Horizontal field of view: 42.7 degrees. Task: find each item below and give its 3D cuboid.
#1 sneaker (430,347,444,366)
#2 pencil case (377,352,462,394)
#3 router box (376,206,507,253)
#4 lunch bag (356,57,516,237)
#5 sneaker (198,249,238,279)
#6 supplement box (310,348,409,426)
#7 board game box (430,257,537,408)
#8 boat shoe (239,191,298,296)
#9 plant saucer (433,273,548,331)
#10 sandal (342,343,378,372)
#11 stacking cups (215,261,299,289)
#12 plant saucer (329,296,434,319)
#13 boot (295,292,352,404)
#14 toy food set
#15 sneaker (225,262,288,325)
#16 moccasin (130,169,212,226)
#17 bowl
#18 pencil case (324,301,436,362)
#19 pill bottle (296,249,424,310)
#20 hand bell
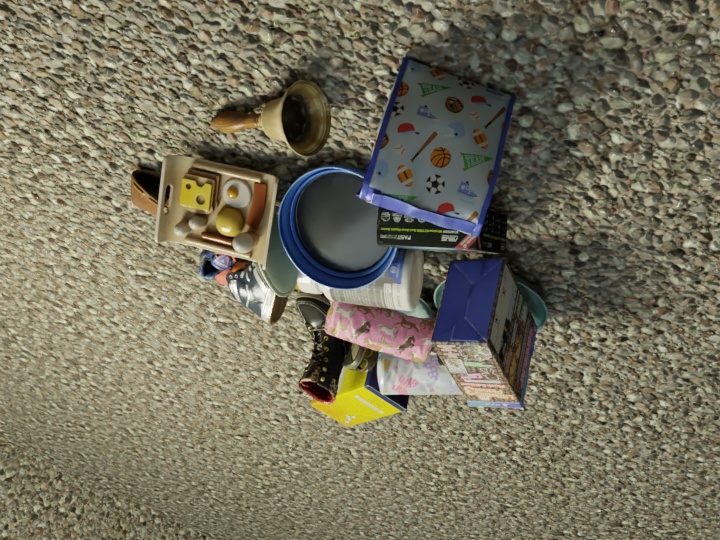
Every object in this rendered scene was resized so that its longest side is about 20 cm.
[{"bbox_3d":[0.173,0.131,1.656,0.079,0.075,0.200,9,-175,-5],"label":"sneaker"},{"bbox_3d":[0.128,0.193,1.762,0.197,0.083,0.092,-2,116,0],"label":"pencil case"},{"bbox_3d":[0.124,-0.060,1.356,0.148,0.063,0.200,4,180,21],"label":"router box"},{"bbox_3d":[0.096,-0.148,1.200,0.168,0.202,0.124,16,148,-1],"label":"lunch bag"},{"bbox_3d":[-0.230,-0.039,1.629,0.075,0.079,0.200,28,146,-18],"label":"sneaker"},{"bbox_3d":[0.007,0.235,1.898,0.109,0.110,0.199,35,144,-25],"label":"supplement box"},{"bbox_3d":[0.205,0.103,1.495,0.096,0.161,0.201,-2,143,28],"label":"board game box"},{"bbox_3d":[-0.160,-0.054,1.521,0.060,0.071,0.204,-4,106,56],"label":"boat shoe"},{"bbox_3d":[0.226,0.050,1.587,0.197,0.036,0.201,12,147,8],"label":"plant saucer"},{"bbox_3d":[0.007,0.158,1.745,0.057,0.081,0.201,25,174,5],"label":"sandal"},{"bbox_3d":[-0.180,0.003,1.696,0.197,0.061,0.061,4,146,27],"label":"stacking cups"},{"bbox_3d":[0.043,0.060,1.686,0.198,0.039,0.202,13,147,8],"label":"plant saucer"},{"bbox_3d":[-0.080,0.150,1.771,0.072,0.152,0.201,-1,144,26],"label":"boot"},{"bbox_3d":[-0.227,-0.092,1.454,0.197,0.060,0.146,14,106,13],"label":"toy food set"},{"bbox_3d":[-0.170,-0.012,1.613,0.108,0.070,0.202,28,118,20],"label":"sneaker"},{"bbox_3d":[-0.299,-0.119,1.541,0.200,0.074,0.078,27,144,22],"label":"moccasin"},{"bbox_3d":[-0.031,-0.069,1.443,0.198,0.039,0.204,7,114,15],"label":"bowl"},{"bbox_3d":[0.038,0.099,1.624,0.197,0.088,0.083,19,179,-4],"label":"pencil case"},{"bbox_3d":[0.000,0.000,1.546,0.197,0.115,0.114,6,146,16],"label":"pill bottle"},{"bbox_3d":[-0.149,-0.219,1.338,0.198,0.105,0.104,7,149,39],"label":"hand bell"}]
